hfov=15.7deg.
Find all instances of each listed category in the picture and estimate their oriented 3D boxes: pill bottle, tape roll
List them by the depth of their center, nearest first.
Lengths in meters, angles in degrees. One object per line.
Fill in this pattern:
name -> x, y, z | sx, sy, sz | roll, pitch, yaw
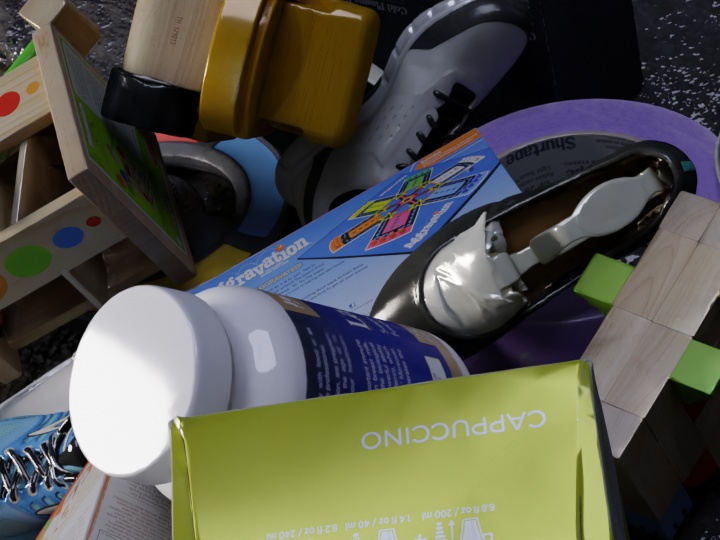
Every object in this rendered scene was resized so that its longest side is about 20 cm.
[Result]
pill bottle -> -0.043, 0.071, 1.315 | 0.116, 0.200, 0.116 | -12, 71, 41
tape roll -> 0.126, -0.006, 1.515 | 0.200, 0.085, 0.200 | -8, 39, 7

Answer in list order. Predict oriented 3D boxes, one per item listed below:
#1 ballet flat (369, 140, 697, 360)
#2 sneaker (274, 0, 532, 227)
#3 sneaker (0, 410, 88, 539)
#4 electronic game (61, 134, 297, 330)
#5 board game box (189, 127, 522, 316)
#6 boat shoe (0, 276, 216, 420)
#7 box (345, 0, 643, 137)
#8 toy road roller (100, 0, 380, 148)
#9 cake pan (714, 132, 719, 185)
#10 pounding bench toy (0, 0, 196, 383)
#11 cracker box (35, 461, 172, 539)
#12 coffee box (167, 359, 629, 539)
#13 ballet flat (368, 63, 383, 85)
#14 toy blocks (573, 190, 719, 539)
ballet flat -> 0.089, -0.013, 1.395 | 0.200, 0.068, 0.068 | -33, -3, -1
sneaker -> 0.035, -0.085, 1.574 | 0.200, 0.074, 0.080 | -46, 43, 23
sneaker -> -0.164, 0.101, 1.451 | 0.200, 0.090, 0.078 | -14, 71, 1
electronic game -> -0.138, -0.032, 1.656 | 0.200, 0.042, 0.200 | -9, 40, 7
board game box -> 0.000, 0.000, 1.473 | 0.200, 0.019, 0.103 | -30, 41, -1
boat shoe -> -0.134, 0.054, 1.534 | 0.200, 0.066, 0.072 | -21, 40, -8
box -> 0.061, -0.182, 1.663 | 0.200, 0.182, 0.104 | 16, 47, 31
toy road roller -> -0.060, -0.131, 1.571 | 0.146, 0.123, 0.200 | 16, 7, 7
cake pan -> 0.300, -0.047, 1.481 | 0.200, 0.037, 0.200 | 13, 39, -11
pounding bench toy -> -0.215, -0.061, 1.579 | 0.156, 0.124, 0.200 | -29, 49, 12
cracker box -> -0.143, 0.186, 1.328 | 0.058, 0.134, 0.200 | 27, 42, -11
coffee box -> 0.031, 0.183, 1.197 | 0.199, 0.198, 0.200 | -9, 55, 7
ballet flat -> -0.037, -0.118, 1.689 | 0.200, 0.072, 0.072 | 22, 51, 25
toy blocks -> 0.173, 0.060, 1.389 | 0.100, 0.137, 0.200 | 22, 70, 33
